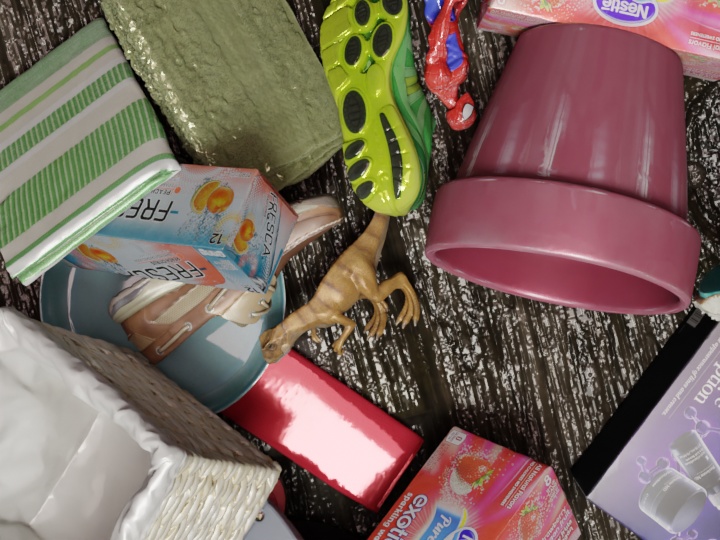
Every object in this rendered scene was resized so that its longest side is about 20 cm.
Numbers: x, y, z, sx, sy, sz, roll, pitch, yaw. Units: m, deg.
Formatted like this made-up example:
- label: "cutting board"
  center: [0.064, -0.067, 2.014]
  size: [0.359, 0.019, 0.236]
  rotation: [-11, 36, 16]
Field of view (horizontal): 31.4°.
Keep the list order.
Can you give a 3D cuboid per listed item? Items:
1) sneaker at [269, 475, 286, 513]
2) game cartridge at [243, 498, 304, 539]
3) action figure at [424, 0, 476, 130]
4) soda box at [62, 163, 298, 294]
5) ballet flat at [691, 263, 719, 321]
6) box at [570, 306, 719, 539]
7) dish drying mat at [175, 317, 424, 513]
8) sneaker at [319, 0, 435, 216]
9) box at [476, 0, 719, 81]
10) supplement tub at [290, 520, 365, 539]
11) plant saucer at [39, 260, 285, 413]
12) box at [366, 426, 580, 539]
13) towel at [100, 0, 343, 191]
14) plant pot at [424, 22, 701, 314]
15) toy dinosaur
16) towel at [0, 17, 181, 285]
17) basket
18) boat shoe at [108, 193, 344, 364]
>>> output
- label: "sneaker"
  center: [-0.124, 0.248, 1.039]
  size: [0.074, 0.087, 0.200]
  rotation: [34, 96, -4]
- label: "game cartridge"
  center: [-0.141, 0.209, 1.001]
  size: [0.200, 0.040, 0.134]
  rotation: [26, 80, 31]
- label: "action figure"
  center: [0.063, -0.208, 0.991]
  size: [0.051, 0.065, 0.201]
  rotation: [-7, 95, 9]
- label: "soda box"
  center: [-0.147, -0.035, 0.934]
  size: [0.199, 0.064, 0.069]
  rotation: [7, 63, 34]
- label: "ballet flat"
  center: [0.317, 0.006, 0.961]
  size: [0.072, 0.200, 0.072]
  rotation: [20, 125, 32]
- label: "box"
  center: [0.287, 0.132, 1.025]
  size: [0.141, 0.079, 0.200]
  rotation: [35, 96, -6]
- label: "dish drying mat"
  center: [-0.049, 0.115, 1.056]
  size: [0.200, 0.018, 0.077]
  rotation: [34, 93, -2]
- label: "sneaker"
  center: [0.015, -0.137, 1.000]
  size: [0.074, 0.084, 0.201]
  rotation: [-7, 79, 16]
- label: "box"
  center: [0.197, -0.216, 0.969]
  size: [0.199, 0.095, 0.103]
  rotation: [13, 92, -1]
- label: "supplement tub"
  center: [-0.052, 0.313, 1.036]
  size: [0.107, 0.107, 0.201]
  rotation: [18, 97, -1]
- label: "plant saucer"
  center: [-0.158, 0.024, 1.032]
  size: [0.199, 0.027, 0.201]
  rotation: [0, 90, 3]
- label: "box"
  center: [0.067, 0.231, 0.972]
  size: [0.200, 0.099, 0.096]
  rotation: [-48, 134, -25]
- label: "towel"
  center: [-0.099, -0.153, 0.981]
  size: [0.148, 0.036, 0.200]
  rotation: [-37, 98, -34]
- label: "plant pot"
  center: [0.161, -0.077, 0.952]
  size: [0.199, 0.200, 0.180]
  rotation: [13, 82, -1]
- label: "toy dinosaur"
  center: [0.000, 0.000, 1.012]
  size: [0.106, 0.060, 0.200]
  rotation: [42, 74, -28]
- label: "towel"
  center: [-0.224, -0.094, 0.962]
  size: [0.152, 0.200, 0.023]
  rotation: [-37, 137, 3]
- label: "basket"
  center: [-0.199, 0.166, 0.914]
  size: [0.198, 0.161, 0.200]
  rotation: [33, 93, 31]
- label: "boat shoe"
  center: [-0.095, 0.007, 0.983]
  size: [0.199, 0.076, 0.072]
  rotation: [-28, 92, 13]
